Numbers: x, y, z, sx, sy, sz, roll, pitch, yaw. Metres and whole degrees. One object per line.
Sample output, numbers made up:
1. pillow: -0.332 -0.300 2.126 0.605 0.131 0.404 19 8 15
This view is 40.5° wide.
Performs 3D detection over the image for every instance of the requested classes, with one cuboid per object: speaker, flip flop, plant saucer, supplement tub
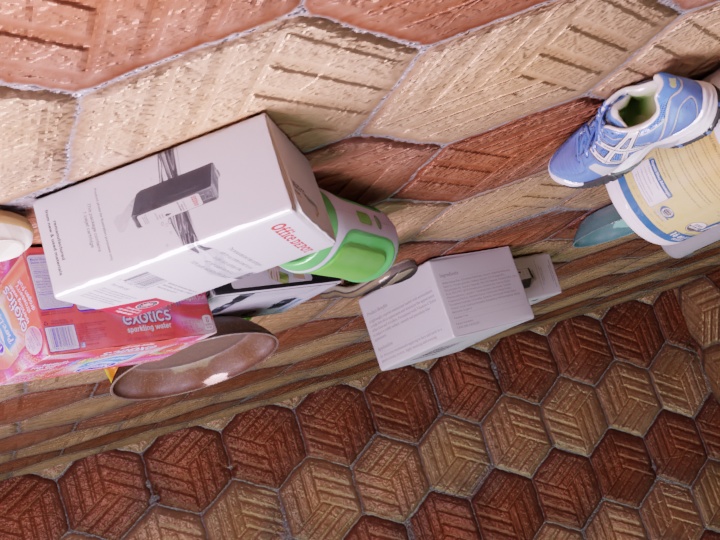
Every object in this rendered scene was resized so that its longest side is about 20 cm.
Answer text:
1. speaker: -0.027 -0.034 0.986 0.088 0.089 0.200 -21 169 19
2. flip flop: 0.000 0.000 1.298 0.081 0.058 0.200 -17 -175 -29
3. speaker: 0.655 -0.091 1.834 0.081 0.082 0.200 -11 167 -31
4. plant saucer: -0.194 0.097 1.126 0.199 0.037 0.201 -19 163 -6
5. supplement tub: 0.370 -0.124 1.019 0.144 0.146 0.200 -9 166 -40
6. plant saucer: 0.438 -0.089 1.603 0.198 0.036 0.200 -17 170 -3

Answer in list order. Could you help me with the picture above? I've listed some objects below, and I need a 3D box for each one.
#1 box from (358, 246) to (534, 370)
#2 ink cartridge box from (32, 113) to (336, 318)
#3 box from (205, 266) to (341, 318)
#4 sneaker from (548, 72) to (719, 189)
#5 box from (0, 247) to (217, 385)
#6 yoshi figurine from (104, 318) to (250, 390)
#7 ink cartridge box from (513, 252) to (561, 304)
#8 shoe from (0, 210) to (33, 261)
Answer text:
1. box: 0.140 0.063 1.614 0.199 0.132 0.199 -10 167 -39
2. ink cartridge box: -0.134 -0.038 0.788 0.198 0.084 0.144 -19 168 7
3. box: -0.133 0.012 1.106 0.116 0.061 0.199 -27 166 38
4. sneaker: 0.259 -0.145 0.980 0.077 0.076 0.200 17 151 -31
5. box: -0.249 0.037 0.929 0.094 0.103 0.199 -25 168 36
6. yoshi figurine: -0.223 0.088 1.250 0.198 0.113 0.112 -20 -175 0
7. ink cartridge box: 0.247 0.038 1.794 0.199 0.084 0.146 -9 167 -40
8. shoe: -0.335 -0.004 0.708 0.199 0.054 0.070 -10 167 -36
